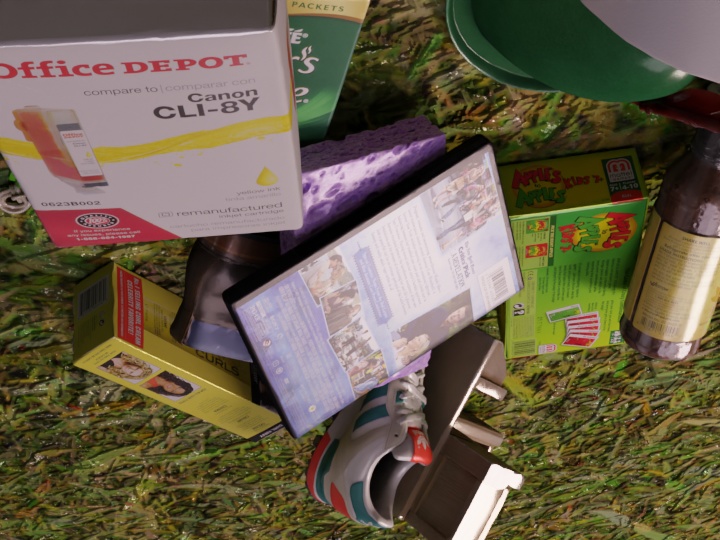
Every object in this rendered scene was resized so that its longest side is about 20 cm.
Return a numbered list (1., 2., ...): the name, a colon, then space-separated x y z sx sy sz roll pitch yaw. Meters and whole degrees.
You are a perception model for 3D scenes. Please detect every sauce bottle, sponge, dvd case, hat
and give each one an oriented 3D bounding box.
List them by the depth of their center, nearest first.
1. hat: 0.155 -0.103 0.672 0.199 0.177 0.166 -21 143 20
2. dvd case: 0.016 0.013 0.803 0.200 0.018 0.143 -32 135 -12
3. sponge: 0.000 0.000 0.816 0.111 0.030 0.200 -19 132 -25
4. sauce bottle: 0.234 -0.032 0.847 0.064 0.065 0.201 2 124 -12

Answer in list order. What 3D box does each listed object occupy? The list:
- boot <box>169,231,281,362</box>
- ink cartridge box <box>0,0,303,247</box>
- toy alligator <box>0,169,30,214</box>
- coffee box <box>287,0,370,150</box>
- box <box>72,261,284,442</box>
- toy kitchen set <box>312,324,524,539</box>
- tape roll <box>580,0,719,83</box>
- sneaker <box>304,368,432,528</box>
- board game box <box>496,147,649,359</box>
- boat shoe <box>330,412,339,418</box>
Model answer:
1. boot: -0.045 0.020 0.874 0.200 0.075 0.097 16 108 -36
2. ink cartridge box: -0.106 -0.092 0.601 0.145 0.084 0.200 -4 156 -1
3. toy alligator: -0.200 -0.078 0.758 0.059 0.054 0.200 10 142 -23
4. coffee box: -0.076 -0.113 0.736 0.123 0.044 0.200 4 144 -16
5. box: -0.138 0.069 0.967 0.050 0.075 0.200 -30 138 27
6. toy kitchen set: 0.105 0.141 1.049 0.180 0.200 0.164 26 93 -38
7. tape roll: 0.193 -0.177 0.554 0.202 0.203 0.071 -6 145 -1
8. sneaker: 0.032 0.109 0.957 0.070 0.093 0.200 22 92 -45
9. board game box: 0.156 -0.007 0.928 0.101 0.048 0.200 -8 146 1
10. boat shoe: -0.044 0.055 0.969 0.072 0.065 0.200 -13 145 12
